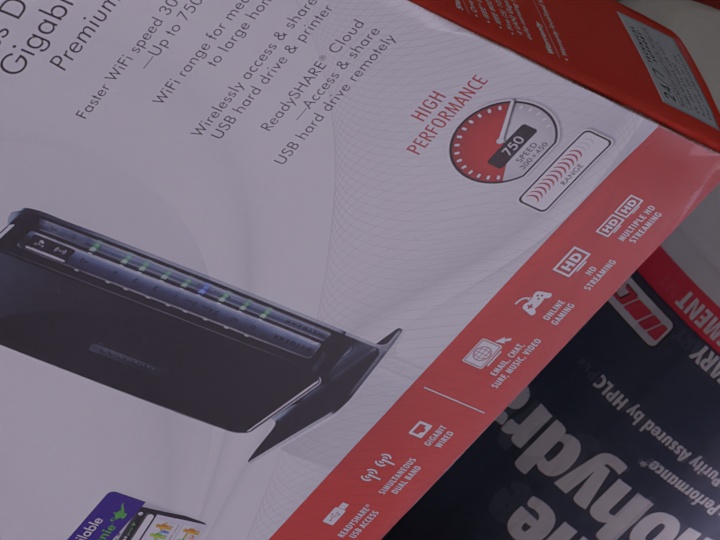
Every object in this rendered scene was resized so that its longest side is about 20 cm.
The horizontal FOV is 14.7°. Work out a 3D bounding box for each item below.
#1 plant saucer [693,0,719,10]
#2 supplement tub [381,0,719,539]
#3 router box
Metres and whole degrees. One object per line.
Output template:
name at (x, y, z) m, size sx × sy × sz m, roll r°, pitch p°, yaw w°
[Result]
plant saucer at (0.108, -0.068, 0.865) m, size 0.200 × 0.037 × 0.200 m, roll -49°, pitch 177°, yaw 22°
supplement tub at (0.058, 0.039, 0.745) m, size 0.200 × 0.140 × 0.140 m, roll -47°, pitch 169°, yaw 25°
router box at (-0.048, -0.002, 0.625) m, size 0.179 × 0.049 × 0.200 m, roll 22°, pitch 123°, yaw -33°
